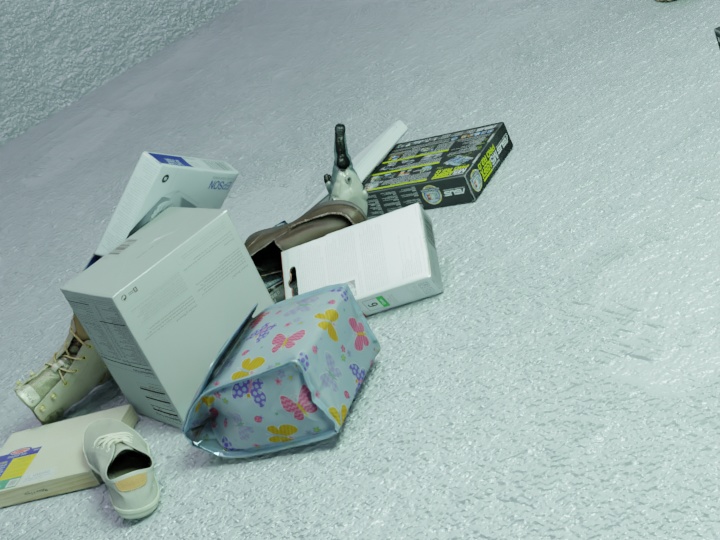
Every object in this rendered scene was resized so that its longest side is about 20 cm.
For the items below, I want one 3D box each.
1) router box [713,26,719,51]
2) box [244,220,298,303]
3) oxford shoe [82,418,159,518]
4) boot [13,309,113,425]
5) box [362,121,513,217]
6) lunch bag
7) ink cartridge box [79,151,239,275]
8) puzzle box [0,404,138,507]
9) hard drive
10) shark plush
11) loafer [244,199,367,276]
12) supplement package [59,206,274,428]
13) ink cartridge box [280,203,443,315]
[{"bbox_3d":[0.487,-0.201,1.375,0.051,0.150,0.200,-24,24,2],"label":"router box"},{"bbox_3d":[-0.135,0.001,1.713,0.136,0.040,0.200,-31,25,-8],"label":"box"},{"bbox_3d":[-0.279,0.214,1.384,0.075,0.058,0.200,-18,26,-17],"label":"oxford shoe"},{"bbox_3d":[-0.388,0.119,1.573,0.154,0.201,0.072,-38,65,-21],"label":"boot"},{"bbox_3d":[0.108,-0.148,1.769,0.199,0.045,0.160,-8,31,35],"label":"box"},{"bbox_3d":[-0.102,0.116,1.354,0.199,0.128,0.170,-19,22,31],"label":"lunch bag"},{"bbox_3d":[-0.270,-0.062,1.618,0.201,0.040,0.199,-60,-20,15],"label":"ink cartridge box"},{"bbox_3d":[-0.389,0.238,1.509,0.198,0.026,0.133,-15,27,23],"label":"puzzle box"},{"bbox_3d":[-0.013,-0.147,1.851,0.132,0.027,0.200,-36,11,46],"label":"hard drive"},{"bbox_3d":[-0.037,-0.103,1.643,0.090,0.201,0.083,-26,38,-15],"label":"shark plush"},{"bbox_3d":[-0.077,-0.030,1.595,0.199,0.073,0.071,-22,25,28],"label":"loafer"},{"bbox_3d":[-0.230,0.056,1.502,0.191,0.201,0.146,-40,27,-30],"label":"supplement package"},{"bbox_3d":[0.000,0.000,1.515,0.198,0.050,0.110,-19,58,18],"label":"ink cartridge box"}]
